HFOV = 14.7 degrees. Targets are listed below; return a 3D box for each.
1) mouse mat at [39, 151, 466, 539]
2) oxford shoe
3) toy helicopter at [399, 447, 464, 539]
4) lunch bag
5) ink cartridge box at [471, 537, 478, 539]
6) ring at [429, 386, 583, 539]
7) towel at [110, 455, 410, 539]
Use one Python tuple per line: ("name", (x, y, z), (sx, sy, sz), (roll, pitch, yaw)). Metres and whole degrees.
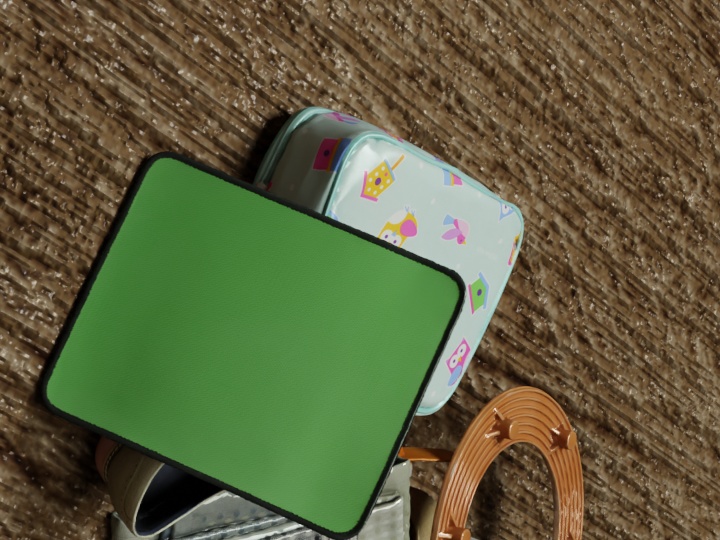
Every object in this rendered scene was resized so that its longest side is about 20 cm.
("mouse mat", (-0.059, 0.039, 1.518), (0.161, 0.199, 0.008), (-65, 168, -8))
("oxford shoe", (-0.058, 0.077, 1.547), (0.200, 0.074, 0.071), (-42, 126, 13))
("toy helicopter", (-0.013, 0.152, 1.710), (0.200, 0.079, 0.133), (27, 85, -45))
("lunch bag", (0.000, 0.000, 1.659), (0.200, 0.077, 0.161), (25, 90, -50))
("ink cartridge box", (0.098, 0.271, 1.895), (0.200, 0.068, 0.115), (44, 69, -49))
("ring", (0.100, 0.175, 1.789), (0.200, 0.019, 0.201), (-20, 113, -56))
("towel", (-0.055, 0.214, 1.655), (0.192, 0.035, 0.201), (-10, 114, -19))
